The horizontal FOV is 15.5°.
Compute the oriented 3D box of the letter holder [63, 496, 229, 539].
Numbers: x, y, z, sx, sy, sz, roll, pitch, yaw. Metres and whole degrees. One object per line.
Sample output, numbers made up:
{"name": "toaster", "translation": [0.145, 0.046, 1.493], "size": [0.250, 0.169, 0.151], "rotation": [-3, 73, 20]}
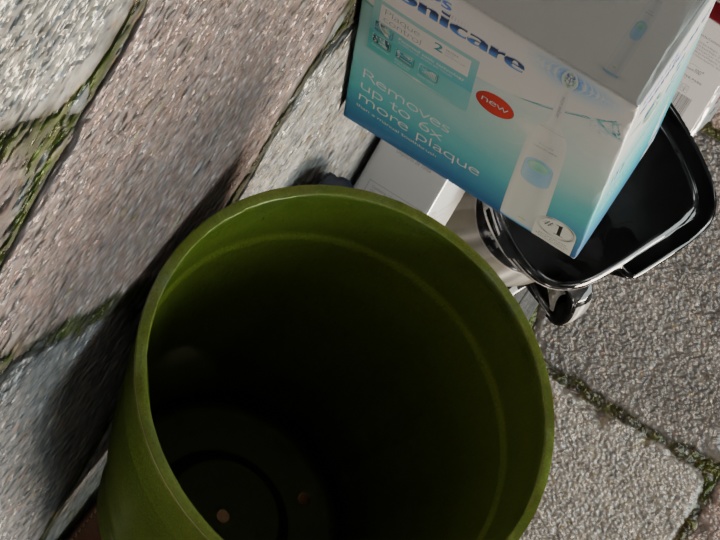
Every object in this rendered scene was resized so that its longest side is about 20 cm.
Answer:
{"name": "letter holder", "translation": [-0.105, 0.203, 1.368], "size": [0.200, 0.142, 0.101], "rotation": [-53, 171, -33]}

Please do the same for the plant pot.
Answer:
{"name": "plant pot", "translation": [-0.039, 0.090, 1.253], "size": [0.200, 0.200, 0.193], "rotation": [-53, -176, -32]}

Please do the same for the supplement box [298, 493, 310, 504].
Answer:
{"name": "supplement box", "translation": [-0.064, 0.126, 1.592], "size": [0.200, 0.073, 0.126], "rotation": [-56, 173, -13]}

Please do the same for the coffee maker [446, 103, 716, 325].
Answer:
{"name": "coffee maker", "translation": [0.142, -0.067, 1.689], "size": [0.192, 0.135, 0.200], "rotation": [-55, -169, -9]}

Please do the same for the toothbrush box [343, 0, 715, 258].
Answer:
{"name": "toothbrush box", "translation": [0.079, -0.107, 1.284], "size": [0.085, 0.146, 0.200], "rotation": [-55, 173, -20]}

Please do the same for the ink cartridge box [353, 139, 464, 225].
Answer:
{"name": "ink cartridge box", "translation": [0.062, -0.106, 1.562], "size": [0.200, 0.050, 0.109], "rotation": [-61, 173, 15]}

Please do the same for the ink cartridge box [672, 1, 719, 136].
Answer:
{"name": "ink cartridge box", "translation": [0.412, -0.260, 3.108], "size": [0.176, 0.084, 0.200], "rotation": [-59, 173, 14]}

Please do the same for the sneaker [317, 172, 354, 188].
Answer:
{"name": "sneaker", "translation": [0.000, 0.000, 1.456], "size": [0.070, 0.082, 0.200], "rotation": [-57, 173, -4]}
